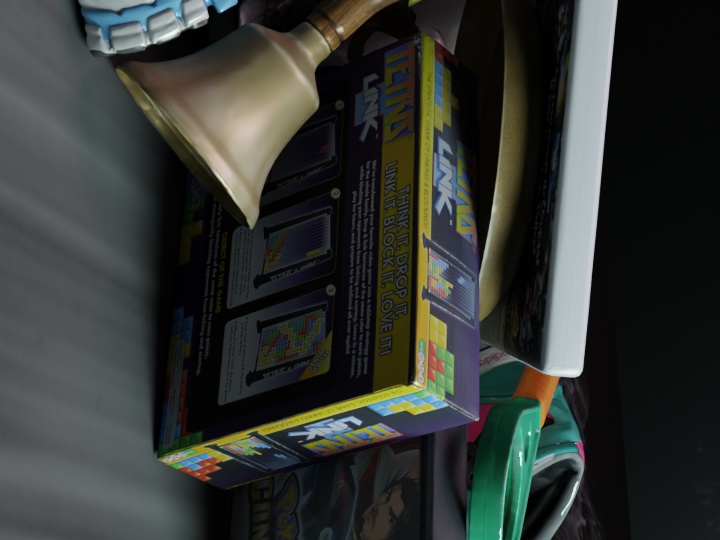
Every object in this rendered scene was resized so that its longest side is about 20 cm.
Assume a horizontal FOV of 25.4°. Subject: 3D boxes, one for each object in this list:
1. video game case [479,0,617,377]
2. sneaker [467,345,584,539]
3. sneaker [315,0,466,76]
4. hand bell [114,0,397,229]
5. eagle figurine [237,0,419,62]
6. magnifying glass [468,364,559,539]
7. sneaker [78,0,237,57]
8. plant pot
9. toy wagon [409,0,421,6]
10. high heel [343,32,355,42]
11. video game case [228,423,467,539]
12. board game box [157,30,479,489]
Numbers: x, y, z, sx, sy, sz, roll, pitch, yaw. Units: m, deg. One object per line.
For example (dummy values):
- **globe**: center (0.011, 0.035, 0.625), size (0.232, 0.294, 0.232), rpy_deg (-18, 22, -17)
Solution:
- **video game case**: center (0.096, -0.053, 0.839), size (0.182, 0.023, 0.200), rpy_deg (-154, -111, -84)
- **sneaker**: center (0.046, 0.135, 0.910), size (0.121, 0.200, 0.084), rpy_deg (52, -10, 42)
- **sneaker**: center (0.026, -0.122, 0.991), size (0.073, 0.200, 0.071), rpy_deg (60, 29, -13)
- **hand bell**: center (-0.012, -0.123, 0.797), size (0.104, 0.200, 0.104), rpy_deg (49, -7, 8)
- **eagle figurine**: center (-0.040, -0.190, 0.931), size (0.151, 0.200, 0.152), rpy_deg (2, 116, -44)
- **magnifying glass**: center (0.084, 0.086, 0.834), size (0.200, 0.022, 0.080), rpy_deg (-59, 151, -63)
- **sneaker**: center (-0.052, -0.178, 0.763), size (0.087, 0.200, 0.075), rpy_deg (68, -13, -18)
- **plant pot**: center (0.070, -0.065, 0.868), size (0.200, 0.027, 0.200), rpy_deg (-175, -90, -85)
- **toy wagon**: center (-0.005, -0.237, 1.025), size (0.040, 0.200, 0.155), rpy_deg (-29, 91, -33)
- **high heel**: center (-0.005, -0.228, 1.156), size (0.200, 0.067, 0.096), rpy_deg (66, 29, -9)
- **video game case**: center (-0.012, 0.128, 0.822), size (0.025, 0.181, 0.200), rpy_deg (22, 55, -31)
- **board game box**: center (-0.019, -0.003, 0.819), size (0.057, 0.165, 0.200), rpy_deg (34, 49, -43)
